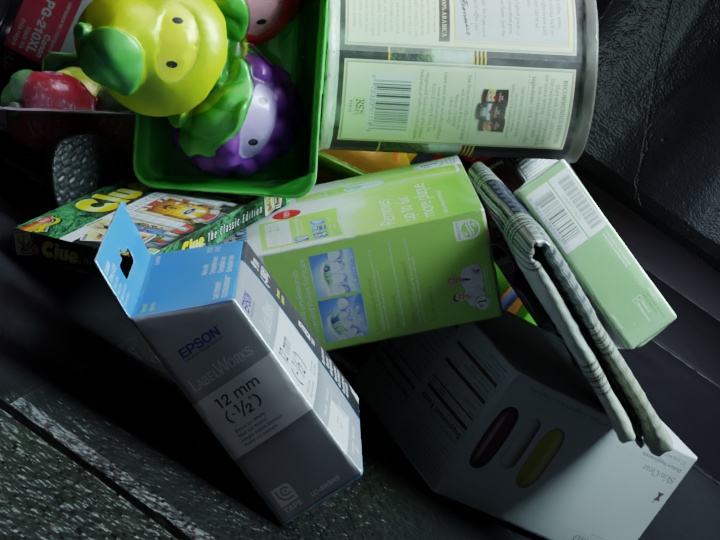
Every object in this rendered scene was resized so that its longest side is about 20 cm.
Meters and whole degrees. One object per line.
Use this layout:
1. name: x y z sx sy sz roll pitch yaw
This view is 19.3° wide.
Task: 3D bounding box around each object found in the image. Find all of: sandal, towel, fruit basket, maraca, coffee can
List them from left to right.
1. fruit basket: -0.210 -0.128 1.592 0.185 0.094 0.200 4 0 30
2. sandal: -0.184 -0.048 1.556 0.048 0.076 0.200 8 -10 28
3. fruit basket: -0.102 -0.153 1.458 0.155 0.216 0.216 5 7 11
4. maraca: -0.005 -0.079 1.774 0.200 0.107 0.137 25 5 12
5. coffee can: 0.068 -0.159 1.597 0.199 0.147 0.146 3 17 -5
6. towel: 0.143 0.029 1.508 0.200 0.035 0.193 56 2 -22

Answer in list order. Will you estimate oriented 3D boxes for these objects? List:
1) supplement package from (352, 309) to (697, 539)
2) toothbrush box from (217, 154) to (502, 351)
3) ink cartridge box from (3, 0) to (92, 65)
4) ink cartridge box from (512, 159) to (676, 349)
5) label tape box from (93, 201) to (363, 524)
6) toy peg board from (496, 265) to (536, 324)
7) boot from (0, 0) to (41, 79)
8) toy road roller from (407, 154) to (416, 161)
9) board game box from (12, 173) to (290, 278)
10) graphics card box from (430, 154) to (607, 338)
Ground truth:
1. supplement package: 0.124 0.115 1.604 0.200 0.111 0.156 26 15 -35
2. toothbrush box: -0.009 -0.007 1.525 0.146 0.199 0.086 -102 180 -71
3. ink cartridge box: -0.173 -0.195 1.756 0.200 0.084 0.145 28 28 -2
4. ink cartridge box: 0.167 -0.007 1.624 0.146 0.048 0.200 54 -2 1
5. label tape box: -0.078 0.041 1.312 0.200 0.066 0.143 57 8 -13
6. toy peg board: 0.118 0.001 1.894 0.200 0.098 0.199 45 -2 -25
7. boot: -0.254 -0.188 1.845 0.168 0.077 0.200 28 20 -13
8. toy road roller: -0.017 -0.100 2.048 0.146 0.123 0.200 38 5 -48
9. board game box: -0.142 -0.038 1.471 0.105 0.024 0.200 10 22 25
10. graphics card box: 0.149 -0.032 1.730 0.200 0.051 0.125 55 -24 -5
